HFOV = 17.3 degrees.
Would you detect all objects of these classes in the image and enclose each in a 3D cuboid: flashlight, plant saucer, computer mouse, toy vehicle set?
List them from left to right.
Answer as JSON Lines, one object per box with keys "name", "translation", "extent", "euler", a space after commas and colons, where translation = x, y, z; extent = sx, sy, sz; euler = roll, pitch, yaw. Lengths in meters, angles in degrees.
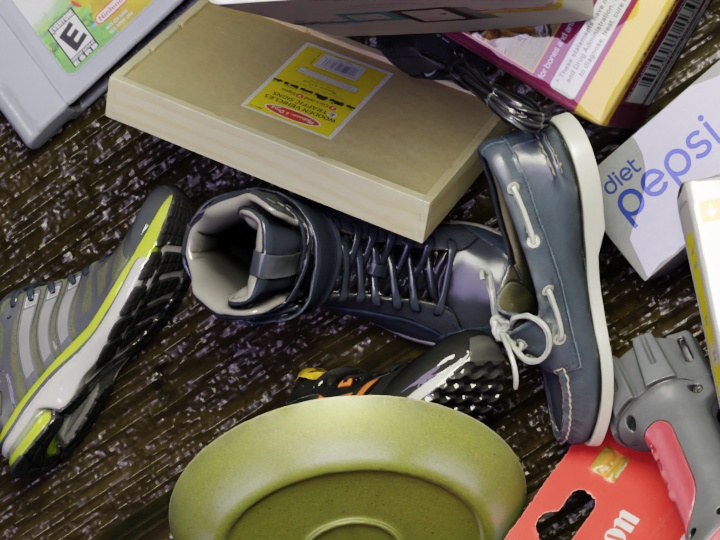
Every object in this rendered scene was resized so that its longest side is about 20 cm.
{"name": "toy vehicle set", "translation": [-0.027, -0.091, 1.327], "extent": [0.199, 0.124, 0.027], "euler": [22, 128, 17]}
{"name": "plant saucer", "translation": [-0.005, 0.142, 1.302], "extent": [0.199, 0.200, 0.031], "euler": [-24, 45, 18]}
{"name": "computer mouse", "translation": [0.052, -0.104, 1.277], "extent": [0.058, 0.200, 0.034], "euler": [26, 101, -23]}
{"name": "flashlight", "translation": [0.173, 0.122, 1.247], "extent": [0.067, 0.200, 0.068], "euler": [-1, 130, -16]}

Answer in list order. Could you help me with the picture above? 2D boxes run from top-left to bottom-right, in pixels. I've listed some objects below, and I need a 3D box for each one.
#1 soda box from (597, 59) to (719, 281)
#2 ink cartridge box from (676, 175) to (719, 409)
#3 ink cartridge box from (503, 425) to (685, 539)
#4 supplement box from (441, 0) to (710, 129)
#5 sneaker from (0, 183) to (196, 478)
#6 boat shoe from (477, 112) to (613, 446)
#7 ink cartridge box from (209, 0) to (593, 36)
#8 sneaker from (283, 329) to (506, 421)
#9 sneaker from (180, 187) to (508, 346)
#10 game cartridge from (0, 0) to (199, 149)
{"name": "soda box", "translation": [0.213, -0.082, 1.278], "extent": [0.200, 0.063, 0.068], "euler": [-41, 80, 16]}
{"name": "ink cartridge box", "translation": [0.278, 0.037, 1.209], "extent": [0.196, 0.047, 0.201], "euler": [-9, 79, -2]}
{"name": "ink cartridge box", "translation": [0.175, 0.170, 1.261], "extent": [0.199, 0.050, 0.161], "euler": [32, 57, 13]}
{"name": "supplement box", "translation": [0.091, -0.181, 1.293], "extent": [0.200, 0.103, 0.131], "euler": [34, 102, 14]}
{"name": "sneaker", "translation": [-0.171, 0.026, 1.408], "extent": [0.081, 0.074, 0.200], "euler": [40, 102, 16]}
{"name": "boat shoe", "translation": [0.099, 0.013, 1.271], "extent": [0.062, 0.075, 0.201], "euler": [-15, 126, -10]}
{"name": "ink cartridge box", "translation": [0.023, -0.197, 1.156], "extent": [0.145, 0.200, 0.148], "euler": [-2, 91, 17]}
{"name": "sneaker", "translation": [-0.004, 0.080, 1.337], "extent": [0.200, 0.070, 0.090], "euler": [-47, 59, 32]}
{"name": "sneaker", "translation": [-0.001, 0.002, 1.311], "extent": [0.201, 0.146, 0.077], "euler": [10, 94, 16]}
{"name": "game cartridge", "translation": [-0.165, -0.186, 1.415], "extent": [0.200, 0.040, 0.134], "euler": [-41, 76, 15]}
